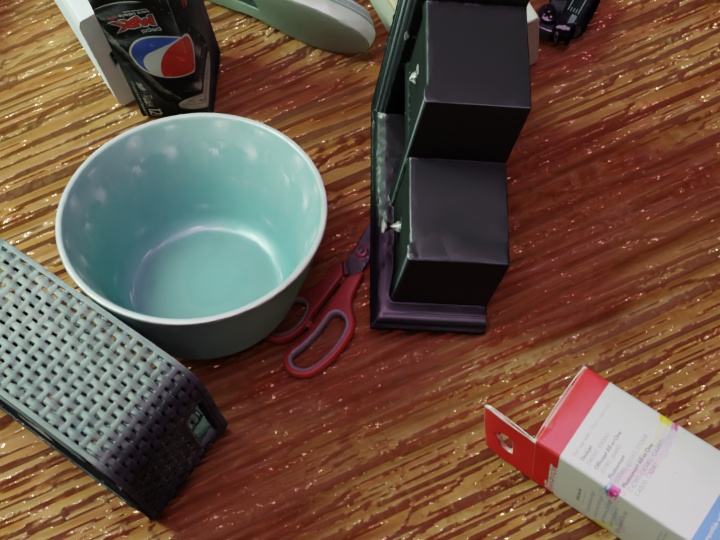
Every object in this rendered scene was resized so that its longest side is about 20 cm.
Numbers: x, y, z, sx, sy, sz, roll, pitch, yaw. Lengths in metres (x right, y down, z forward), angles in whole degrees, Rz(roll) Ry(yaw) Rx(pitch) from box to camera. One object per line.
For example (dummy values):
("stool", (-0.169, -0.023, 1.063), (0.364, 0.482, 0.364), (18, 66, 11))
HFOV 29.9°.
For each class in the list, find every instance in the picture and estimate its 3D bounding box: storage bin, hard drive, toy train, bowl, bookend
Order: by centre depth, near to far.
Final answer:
("storage bin", (-0.209, 0.081, 0.989), (0.200, 0.135, 0.094), (32, 74, 17))
("bookend", (0.064, -0.080, 0.991), (0.092, 0.199, 0.201), (3, 68, -6))
("bowl", (-0.121, -0.013, 1.025), (0.200, 0.105, 0.201), (-1, 53, 2))
("hard drive", (-0.253, -0.247, 1.134), (0.025, 0.132, 0.200), (-31, 68, -7))
("toy train", (0.208, -0.274, 1.155), (0.046, 0.034, 0.200), (26, 72, 11))

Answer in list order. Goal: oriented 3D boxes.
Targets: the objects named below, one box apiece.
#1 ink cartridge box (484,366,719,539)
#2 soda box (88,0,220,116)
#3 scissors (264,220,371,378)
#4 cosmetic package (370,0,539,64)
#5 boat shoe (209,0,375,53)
("ink cartridge box", (0.185, 0.139, 0.938), (0.200, 0.116, 0.067), (33, 75, 17))
("soda box", (-0.161, -0.197, 1.067), (0.063, 0.200, 0.071), (2, 67, 7))
("scissors", (0.000, 0.000, 1.072), (0.073, 0.014, 0.200), (39, 75, 21))
("cosmetic package", (0.060, -0.248, 1.137), (0.105, 0.071, 0.200), (-27, 68, -6))
("boat shoe", (-0.068, -0.251, 1.151), (0.200, 0.070, 0.072), (26, 75, 18))
